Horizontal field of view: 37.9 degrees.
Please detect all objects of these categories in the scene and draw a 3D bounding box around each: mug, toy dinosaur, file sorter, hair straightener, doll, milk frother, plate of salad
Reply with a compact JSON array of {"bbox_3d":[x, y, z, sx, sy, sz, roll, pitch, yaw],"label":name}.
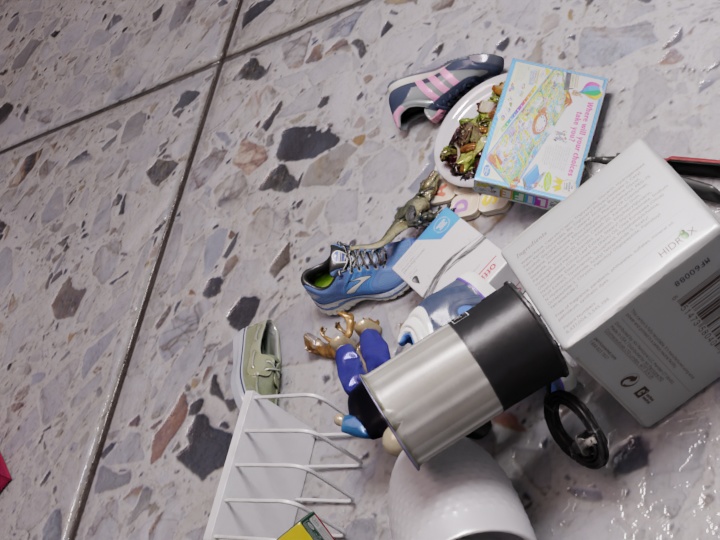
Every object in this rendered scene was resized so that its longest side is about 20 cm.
[{"bbox_3d":[0.089,0.288,1.160,0.200,0.147,0.175,-57,28,24],"label":"mug"},{"bbox_3d":[-0.009,0.118,1.453,0.200,0.060,0.106,32,109,55],"label":"toy dinosaur"},{"bbox_3d":[-0.083,0.269,1.330,0.124,0.139,0.200,-9,55,36],"label":"file sorter"},{"bbox_3d":[0.353,-0.108,1.281,0.200,0.041,0.077,18,74,43],"label":"hair straightener"},{"bbox_3d":[0.024,0.146,1.296,0.136,0.048,0.200,-33,42,10],"label":"doll"},{"bbox_3d":[0.133,0.151,1.095,0.188,0.181,0.200,-32,65,-1],"label":"milk frother"},{"bbox_3d":[0.076,-0.076,1.469,0.088,0.048,0.200,0,33,44],"label":"toy dinosaur"},{"bbox_3d":[0.185,-0.207,1.490,0.200,0.048,0.200,-21,49,27],"label":"plate of salad"}]

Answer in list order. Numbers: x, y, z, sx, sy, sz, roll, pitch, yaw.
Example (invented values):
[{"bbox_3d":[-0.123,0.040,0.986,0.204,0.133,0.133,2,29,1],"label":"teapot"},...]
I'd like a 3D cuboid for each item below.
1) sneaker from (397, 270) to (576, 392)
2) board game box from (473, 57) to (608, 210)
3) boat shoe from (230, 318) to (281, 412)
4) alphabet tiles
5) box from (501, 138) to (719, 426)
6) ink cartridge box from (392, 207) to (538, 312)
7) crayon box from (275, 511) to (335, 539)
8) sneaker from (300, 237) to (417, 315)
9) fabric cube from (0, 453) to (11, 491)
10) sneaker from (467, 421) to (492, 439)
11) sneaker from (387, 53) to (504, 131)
[{"bbox_3d":[0.137,0.107,1.237,0.146,0.081,0.200,-39,66,-11],"label":"sneaker"},{"bbox_3d":[0.241,-0.181,1.397,0.134,0.034,0.200,15,67,12],"label":"board game box"},{"bbox_3d":[-0.148,0.146,1.535,0.062,0.072,0.200,-37,39,19],"label":"boat shoe"},{"bbox_3d":[0.185,-0.163,1.504,0.195,0.015,0.200,-11,54,38],"label":"alphabet tiles"},{"bbox_3d":[0.300,0.015,1.115,0.200,0.199,0.171,-39,40,13],"label":"box"},{"bbox_3d":[0.143,0.014,1.366,0.116,0.067,0.200,-49,40,3],"label":"ink cartridge box"},{"bbox_3d":[-0.063,0.406,1.181,0.172,0.058,0.200,-40,81,13],"label":"crayon box"},{"bbox_3d":[0.000,0.000,1.494,0.200,0.089,0.079,-23,47,26],"label":"sneaker"},{"bbox_3d":[-0.779,0.359,1.861,0.199,0.200,0.196,-50,39,0],"label":"fabric cube"},{"bbox_3d":[0.082,0.188,1.298,0.200,0.076,0.088,20,81,57],"label":"sneaker"},{"bbox_3d":[0.134,-0.270,1.608,0.200,0.070,0.082,-14,73,35],"label":"sneaker"}]
